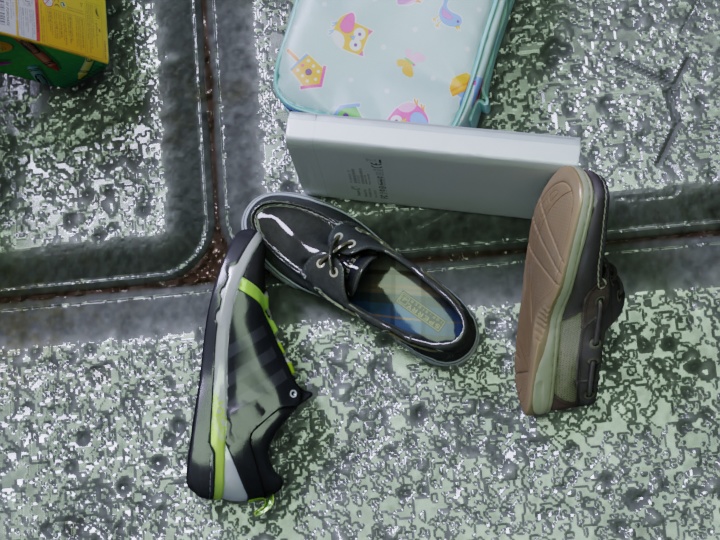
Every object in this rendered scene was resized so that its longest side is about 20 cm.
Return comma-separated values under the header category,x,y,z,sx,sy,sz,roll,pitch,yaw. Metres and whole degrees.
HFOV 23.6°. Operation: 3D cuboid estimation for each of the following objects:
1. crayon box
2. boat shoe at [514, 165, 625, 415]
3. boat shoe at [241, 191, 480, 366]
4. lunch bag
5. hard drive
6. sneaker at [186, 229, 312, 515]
category,x,y,z,sx,sy,sz,roll,pitch,yaw
crayon box,-0.251,-0.245,1.258,0.058,0.118,0.202,-18,71,39
boat shoe,0.149,0.015,1.185,0.064,0.201,0.072,-1,35,-11
boat shoe,0.000,0.000,1.247,0.199,0.057,0.069,31,83,10
lunch bag,0.031,-0.179,1.269,0.159,0.077,0.202,17,81,6
hard drive,0.053,-0.072,1.217,0.198,0.132,0.027,7,76,6
sneaker,-0.074,0.073,1.242,0.082,0.072,0.202,8,85,-6
